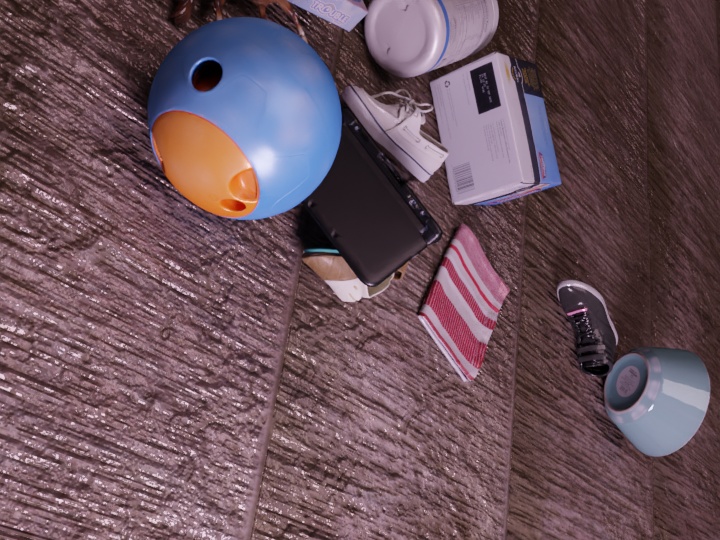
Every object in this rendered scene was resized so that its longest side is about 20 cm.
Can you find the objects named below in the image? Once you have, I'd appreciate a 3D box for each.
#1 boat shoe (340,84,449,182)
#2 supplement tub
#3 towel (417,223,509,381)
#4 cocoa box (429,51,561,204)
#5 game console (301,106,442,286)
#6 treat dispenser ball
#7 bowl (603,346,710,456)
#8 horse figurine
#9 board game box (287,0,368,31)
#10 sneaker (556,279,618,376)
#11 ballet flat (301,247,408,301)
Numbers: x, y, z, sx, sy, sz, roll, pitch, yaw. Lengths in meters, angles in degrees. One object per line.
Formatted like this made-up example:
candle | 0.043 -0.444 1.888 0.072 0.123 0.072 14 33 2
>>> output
boat shoe | 0.060 -0.205 1.199 0.201 0.086 0.075 38 18 -39
supplement tub | 0.107 -0.367 1.289 0.199 0.131 0.134 -34 104 -50
towel | 0.158 0.046 1.306 0.145 0.023 0.201 52 44 -25
cocoa box | 0.211 -0.214 1.363 0.130 0.132 0.203 -5 82 -51
game console | 0.001 -0.090 1.104 0.201 0.116 0.176 53 4 3
treat dispenser ball | -0.118 -0.154 0.896 0.199 0.199 0.204 19 64 -45
bowl | 0.513 0.219 1.568 0.104 0.200 0.203 24 59 -21
horse figurine | -0.142 -0.327 1.037 0.198 0.050 0.134 -8 76 -46
board game box | -0.096 -0.415 1.086 0.198 0.043 0.201 12 50 -47
sneaker | 0.400 0.108 1.536 0.201 0.070 0.100 51 40 -32
ballet flat | 0.000 0.000 1.108 0.199 0.067 0.074 -11 103 -55
